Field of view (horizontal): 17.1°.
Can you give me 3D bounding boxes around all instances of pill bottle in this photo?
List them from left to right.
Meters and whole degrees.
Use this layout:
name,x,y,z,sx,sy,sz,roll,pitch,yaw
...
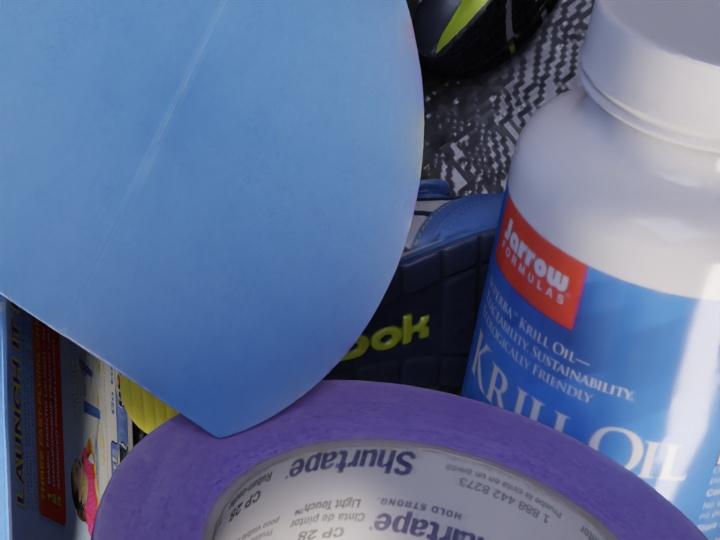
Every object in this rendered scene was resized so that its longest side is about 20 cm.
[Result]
name,x,y,z,sx,sy,sz,roll,pitch,yaw
pill bottle,0.097,0.006,0.800,0.112,0.112,0.201,13,119,5

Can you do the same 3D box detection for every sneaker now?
name,x,y,z,sx,sy,sz,roll,pitch,yaw
sneaker,0.000,0.000,0.867,0.199,0.074,0.082,-9,37,-21
sneaker,0.052,-0.165,0.918,0.081,0.074,0.201,16,71,13

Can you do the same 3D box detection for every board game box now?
name,x,y,z,sx,sy,sz,roll,pitch,yaw
board game box,-0.120,0.061,0.801,0.056,0.196,0.201,-5,77,5
board game box,-0.067,-0.050,0.725,0.200,0.039,0.158,37,68,-34

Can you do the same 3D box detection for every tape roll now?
name,x,y,z,sx,sy,sz,roll,pitch,yaw
tape roll,0.012,0.124,0.710,0.199,0.200,0.085,18,121,6
